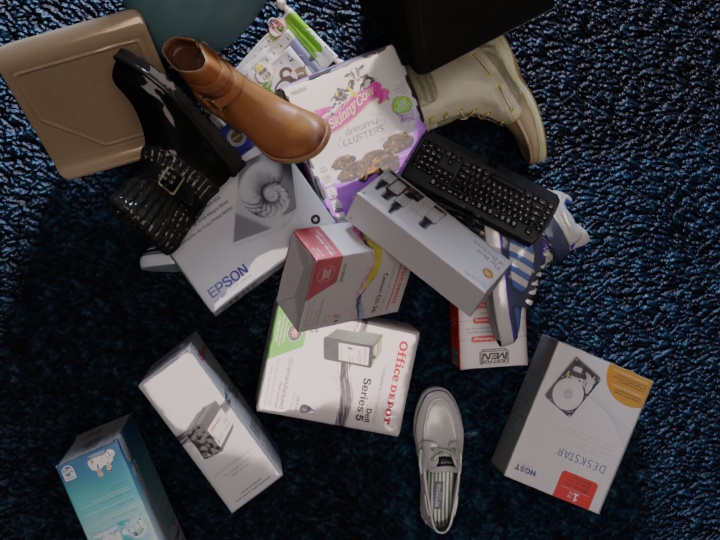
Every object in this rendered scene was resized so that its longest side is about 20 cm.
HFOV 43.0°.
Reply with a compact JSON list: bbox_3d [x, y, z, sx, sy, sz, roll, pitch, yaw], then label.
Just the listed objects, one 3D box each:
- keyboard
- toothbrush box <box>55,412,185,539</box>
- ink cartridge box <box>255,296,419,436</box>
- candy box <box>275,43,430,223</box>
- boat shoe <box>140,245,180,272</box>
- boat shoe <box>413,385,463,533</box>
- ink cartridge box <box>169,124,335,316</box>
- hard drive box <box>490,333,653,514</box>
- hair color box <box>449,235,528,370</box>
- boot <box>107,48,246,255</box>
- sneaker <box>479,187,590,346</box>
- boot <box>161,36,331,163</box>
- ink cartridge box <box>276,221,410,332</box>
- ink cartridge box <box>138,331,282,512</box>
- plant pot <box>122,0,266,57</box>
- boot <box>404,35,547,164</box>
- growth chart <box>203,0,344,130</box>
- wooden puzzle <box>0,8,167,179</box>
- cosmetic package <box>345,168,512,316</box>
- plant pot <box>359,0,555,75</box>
[{"bbox_3d":[0.145,-0.096,1.160,0.198,0.040,0.105,28,89,14],"label":"keyboard"},{"bbox_3d":[-0.304,0.306,1.184,0.084,0.146,0.202,-23,98,-5],"label":"toothbrush box"},{"bbox_3d":[-0.032,0.129,1.237,0.197,0.084,0.148,11,92,-8],"label":"ink cartridge box"},{"bbox_3d":[0.000,-0.176,1.218,0.166,0.072,0.202,-23,102,-7],"label":"candy box"},{"bbox_3d":[-0.198,-0.056,1.217,0.197,0.071,0.092,-10,83,-6],"label":"boat shoe"},{"bbox_3d":[0.116,0.265,1.275,0.072,0.067,0.203,-5,95,-7],"label":"boat shoe"},{"bbox_3d":[-0.164,-0.081,1.167,0.199,0.041,0.201,-37,84,-9],"label":"ink cartridge box"},{"bbox_3d":[0.297,0.215,1.292,0.154,0.077,0.202,22,91,-8],"label":"hard drive box"},{"bbox_3d":[0.175,0.031,1.270,0.100,0.061,0.203,-3,93,-7],"label":"hair color box"},{"bbox_3d":[-0.253,-0.139,1.086,0.158,0.079,0.211,-47,108,-10],"label":"boot"},{"bbox_3d":[0.236,-0.008,1.202,0.144,0.081,0.203,-6,88,-1],"label":"sneaker"},{"bbox_3d":[-0.140,-0.205,1.094,0.198,0.155,0.074,21,77,33],"label":"boot"},{"bbox_3d":[0.000,0.000,1.183,0.198,0.068,0.118,-11,133,-33],"label":"ink cartridge box"},{"bbox_3d":[-0.192,0.192,1.190,0.083,0.145,0.201,-35,97,-3],"label":"ink cartridge box"},{"bbox_3d":[-0.218,-0.343,1.143,0.198,0.201,0.136,21,126,-9],"label":"plant pot"},{"bbox_3d":[0.156,-0.215,1.245,0.153,0.072,0.202,-25,92,-6],"label":"boot"},{"bbox_3d":[-0.113,-0.242,1.235,0.144,0.018,0.201,38,89,-9],"label":"growth chart"},{"bbox_3d":[-0.329,-0.219,1.147,0.183,0.037,0.201,-16,136,-1],"label":"wooden puzzle"},{"bbox_3d":[0.085,-0.038,1.134,0.199,0.051,0.082,38,46,10],"label":"cosmetic package"},{"bbox_3d":[0.099,-0.401,1.128,0.198,0.201,0.178,-27,137,-5],"label":"plant pot"}]
